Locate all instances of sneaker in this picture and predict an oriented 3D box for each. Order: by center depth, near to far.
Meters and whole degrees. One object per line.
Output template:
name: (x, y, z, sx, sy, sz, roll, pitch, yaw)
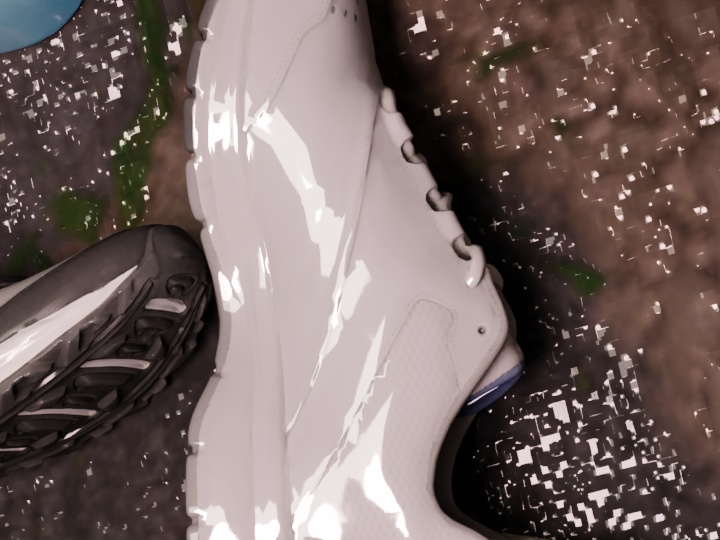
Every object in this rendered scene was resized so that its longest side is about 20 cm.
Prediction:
sneaker: (0.000, 0.000, 0.745, 0.087, 0.075, 0.200, -4, 83, 12)
sneaker: (-0.131, 0.028, 0.815, 0.200, 0.074, 0.079, -26, 73, 27)

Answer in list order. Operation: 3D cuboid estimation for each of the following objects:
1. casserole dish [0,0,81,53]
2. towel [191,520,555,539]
casserole dish: (-0.160, -0.126, 0.849, 0.200, 0.039, 0.121, 3, 93, 29)
towel: (0.031, 0.163, 0.752, 0.200, 0.035, 0.193, 7, 91, 31)
